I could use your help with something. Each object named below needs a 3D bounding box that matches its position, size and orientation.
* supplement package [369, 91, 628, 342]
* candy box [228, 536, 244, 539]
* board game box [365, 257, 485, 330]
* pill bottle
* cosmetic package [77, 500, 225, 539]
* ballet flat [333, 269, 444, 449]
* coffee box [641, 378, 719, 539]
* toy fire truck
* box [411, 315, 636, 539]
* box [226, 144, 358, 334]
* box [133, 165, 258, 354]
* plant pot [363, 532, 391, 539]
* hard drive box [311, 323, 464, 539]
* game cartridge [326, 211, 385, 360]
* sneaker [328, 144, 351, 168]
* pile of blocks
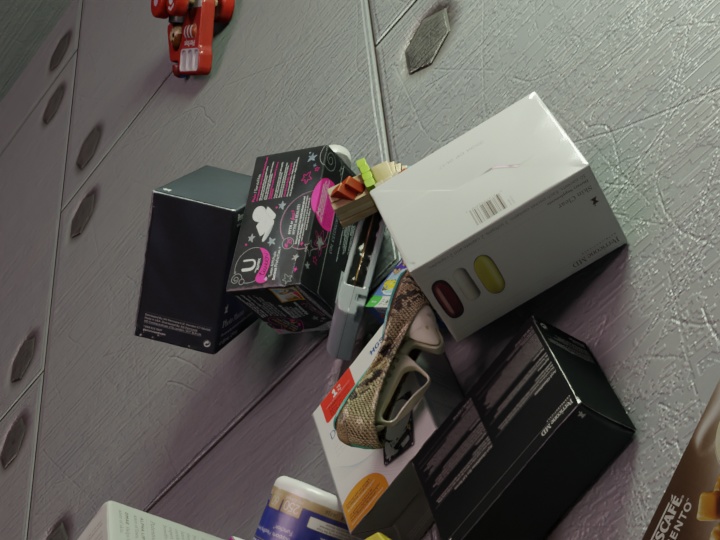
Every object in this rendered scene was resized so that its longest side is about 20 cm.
[{"bbox_3d":[0.137,-0.055,1.458,0.200,0.111,0.156,-31,37,6],"label":"supplement package"},{"bbox_3d":[-0.066,0.363,1.448,0.137,0.200,0.061,-64,27,3],"label":"candy box"},{"bbox_3d":[0.103,0.002,1.591,0.135,0.034,0.200,-53,24,-20],"label":"board game box"},{"bbox_3d":[-0.072,0.334,1.573,0.116,0.116,0.200,6,73,61],"label":"pill bottle"},{"bbox_3d":[-0.251,0.410,1.725,0.165,0.200,0.165,-50,32,25],"label":"cosmetic package"},{"bbox_3d":[0.043,0.095,1.487,0.075,0.068,0.200,15,69,29],"label":"ballet flat"},{"bbox_3d":[0.304,0.170,1.102,0.200,0.080,0.114,-64,28,1],"label":"coffee box"},{"bbox_3d":[-0.312,-0.435,2.638,0.200,0.112,0.168,12,96,62],"label":"toy fire truck"},{"bbox_3d":[0.149,0.167,1.372,0.200,0.079,0.141,-53,27,20],"label":"box"},{"bbox_3d":[-0.074,-0.036,1.836,0.115,0.132,0.200,-5,60,30],"label":"box"},{"bbox_3d":[-0.198,-0.018,1.922,0.200,0.123,0.199,-44,-36,-70],"label":"box"},{"bbox_3d":[0.030,0.361,1.312,0.177,0.200,0.200,-52,28,-1],"label":"plant pot"},{"bbox_3d":[0.038,0.175,1.557,0.156,0.077,0.200,-53,30,19],"label":"hard drive box"},{"bbox_3d":[0.000,0.000,1.742,0.133,0.041,0.200,111,175,-58],"label":"game cartridge"},{"bbox_3d":[-0.084,-0.131,2.019,0.200,0.074,0.082,-37,41,40],"label":"sneaker"},{"bbox_3d":[0.049,-0.107,1.676,0.200,0.062,0.082,-5,54,18],"label":"pile of blocks"}]
